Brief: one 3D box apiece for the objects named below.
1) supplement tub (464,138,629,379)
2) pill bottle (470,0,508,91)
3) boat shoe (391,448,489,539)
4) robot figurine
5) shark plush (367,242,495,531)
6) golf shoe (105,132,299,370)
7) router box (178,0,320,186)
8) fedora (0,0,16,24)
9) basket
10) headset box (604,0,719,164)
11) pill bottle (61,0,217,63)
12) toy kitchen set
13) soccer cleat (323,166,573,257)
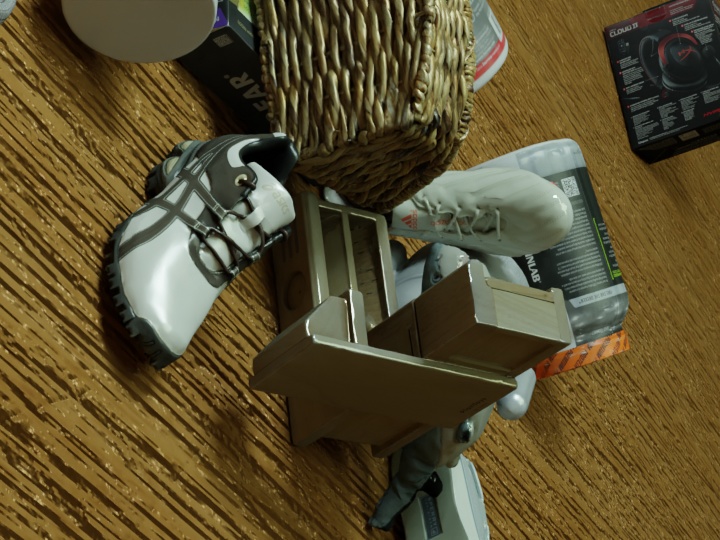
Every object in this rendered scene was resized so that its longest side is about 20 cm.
[{"bbox_3d":[0.169,-0.009,1.654,0.122,0.122,0.201,-8,80,-67],"label":"supplement tub"},{"bbox_3d":[0.034,-0.243,1.540,0.200,0.113,0.114,57,26,-29],"label":"pill bottle"},{"bbox_3d":[0.071,0.210,1.323,0.071,0.070,0.202,37,37,-45],"label":"boat shoe"},{"bbox_3d":[0.066,0.044,1.387,0.169,0.113,0.200,39,26,0],"label":"robot figurine"},{"bbox_3d":[0.054,0.086,1.285,0.091,0.083,0.201,-33,144,-65],"label":"shark plush"},{"bbox_3d":[-0.092,-0.025,1.110,0.078,0.094,0.201,57,28,-32],"label":"golf shoe"},{"bbox_3d":[-0.066,-0.180,1.340,0.200,0.052,0.158,42,37,-50],"label":"router box"},{"bbox_3d":[-0.234,-0.166,0.896,0.201,0.090,0.177,61,25,-24],"label":"fedora"},{"bbox_3d":[0.021,-0.161,1.271,0.149,0.142,0.201,25,53,-58],"label":"basket"},{"bbox_3d":[0.411,-0.260,2.365,0.075,0.148,0.201,27,48,-60],"label":"headset box"},{"bbox_3d":[-0.133,-0.235,1.149,0.116,0.115,0.201,48,32,-43],"label":"pill bottle"},{"bbox_3d":[0.000,0.000,1.187,0.162,0.200,0.182,13,57,-35],"label":"toy kitchen set"},{"bbox_3d":[0.064,-0.047,1.373,0.077,0.199,0.070,-21,117,-52],"label":"soccer cleat"}]
